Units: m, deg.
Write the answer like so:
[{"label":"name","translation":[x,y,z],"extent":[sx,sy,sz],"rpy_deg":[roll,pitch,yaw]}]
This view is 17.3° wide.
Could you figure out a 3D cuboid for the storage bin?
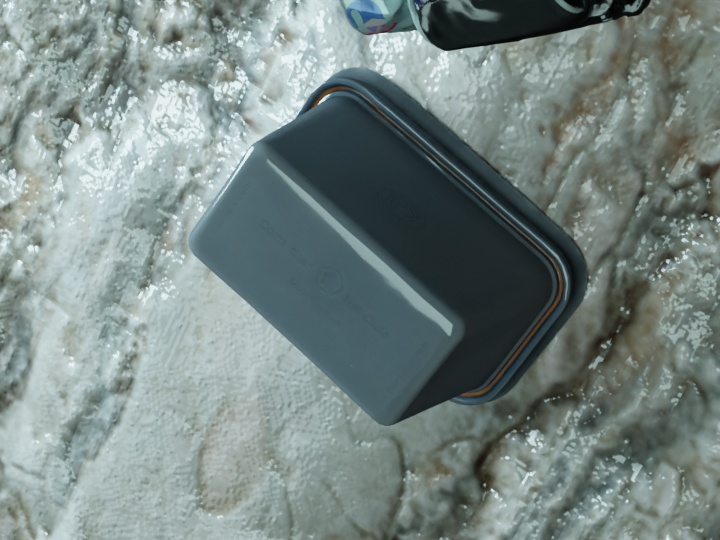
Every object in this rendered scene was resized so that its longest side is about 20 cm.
[{"label":"storage bin","translation":[0.000,0.000,1.329],"extent":[0.200,0.134,0.146],"rpy_deg":[43,117,12]}]

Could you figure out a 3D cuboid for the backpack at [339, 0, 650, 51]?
[{"label":"backpack","translation":[0.055,-0.216,1.224],"extent":[0.150,0.178,0.200],"rpy_deg":[-10,95,23]}]
